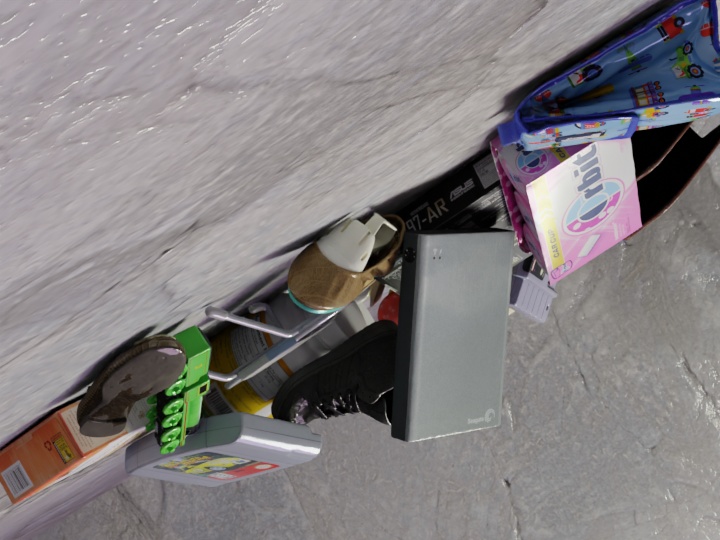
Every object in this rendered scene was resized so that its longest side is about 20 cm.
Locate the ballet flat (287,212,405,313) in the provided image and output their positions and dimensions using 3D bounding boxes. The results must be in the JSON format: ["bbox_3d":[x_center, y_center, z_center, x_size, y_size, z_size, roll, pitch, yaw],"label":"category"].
[{"bbox_3d":[-0.005,-0.017,1.406,0.073,0.068,0.200,-56,167,22],"label":"ballet flat"}]

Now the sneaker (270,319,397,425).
[{"bbox_3d":[0.003,0.124,1.595,0.199,0.104,0.060,-37,138,6],"label":"sneaker"}]

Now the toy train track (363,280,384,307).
[{"bbox_3d":[0.000,0.000,1.640,0.200,0.032,0.115,-41,154,-53],"label":"toy train track"}]

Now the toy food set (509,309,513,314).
[{"bbox_3d":[0.167,-0.037,1.743,0.143,0.060,0.202,-23,127,-60],"label":"toy food set"}]

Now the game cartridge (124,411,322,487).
[{"bbox_3d":[-0.154,0.192,1.629,0.133,0.041,0.199,21,150,-39],"label":"game cartridge"}]

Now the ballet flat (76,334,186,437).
[{"bbox_3d":[-0.212,0.098,1.394,0.067,0.047,0.200,7,151,-25],"label":"ballet flat"}]

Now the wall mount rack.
[{"bbox_3d":[-0.106,0.059,1.501,0.173,0.075,0.200,-31,176,-46],"label":"wall mount rack"}]

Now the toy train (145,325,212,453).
[{"bbox_3d":[-0.174,0.116,1.477,0.056,0.042,0.200,-27,157,-23],"label":"toy train"}]

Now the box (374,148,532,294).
[{"bbox_3d":[0.115,-0.041,1.587,0.199,0.044,0.160,-34,149,16],"label":"box"}]

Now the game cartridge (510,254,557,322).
[{"bbox_3d":[0.210,-0.048,1.715,0.130,0.038,0.201,27,80,-70],"label":"game cartridge"}]

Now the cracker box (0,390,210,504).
[{"bbox_3d":[-0.267,0.160,1.590,0.134,0.058,0.200,-34,176,38],"label":"cracker box"}]

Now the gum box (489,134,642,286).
[{"bbox_3d":[0.203,-0.079,1.486,0.113,0.066,0.200,-33,147,-5],"label":"gum box"}]

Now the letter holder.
[{"bbox_3d":[0.339,-0.152,1.670,0.200,0.101,0.142,-47,-176,-38],"label":"letter holder"}]

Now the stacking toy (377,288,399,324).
[{"bbox_3d":[0.064,0.036,1.748,0.085,0.086,0.200,-32,-176,16],"label":"stacking toy"}]

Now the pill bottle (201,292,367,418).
[{"bbox_3d":[-0.093,0.094,1.683,0.199,0.112,0.111,-33,175,21],"label":"pill bottle"}]

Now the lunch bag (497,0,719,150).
[{"bbox_3d":[0.209,-0.151,1.295,0.199,0.095,0.151,-19,178,7],"label":"lunch bag"}]

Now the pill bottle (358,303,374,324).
[{"bbox_3d":[-0.076,0.110,1.894,0.199,0.112,0.111,-32,176,8],"label":"pill bottle"}]

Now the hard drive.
[{"bbox_3d":[0.091,0.061,1.509,0.139,0.202,0.033,-4,-169,-45],"label":"hard drive"}]

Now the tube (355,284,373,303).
[{"bbox_3d":[0.017,-0.002,1.803,0.058,0.052,0.200,-2,-171,16],"label":"tube"}]
